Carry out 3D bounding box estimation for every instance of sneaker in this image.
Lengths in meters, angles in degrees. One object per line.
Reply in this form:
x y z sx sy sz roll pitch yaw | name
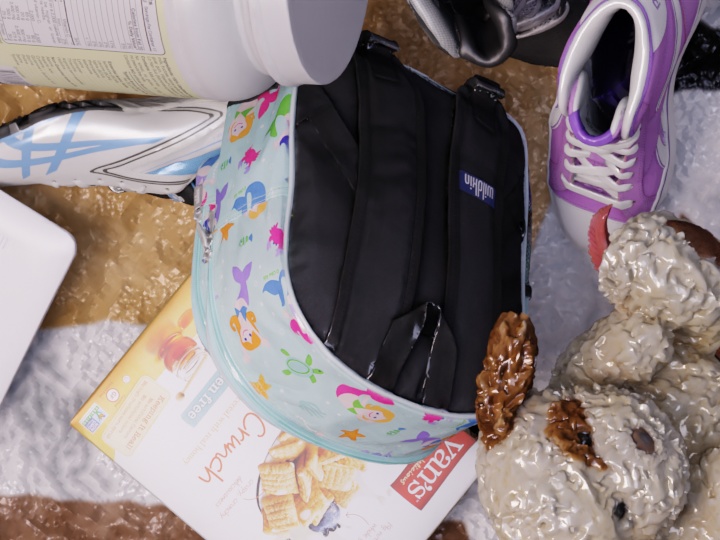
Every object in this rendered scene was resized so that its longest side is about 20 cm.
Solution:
0.126 -0.075 1.202 0.072 0.114 0.201 17 128 15 | sneaker
0.070 -0.136 1.196 0.075 0.116 0.200 -40 134 21 | sneaker
-0.131 -0.066 1.268 0.199 0.072 0.073 -9 99 5 | sneaker

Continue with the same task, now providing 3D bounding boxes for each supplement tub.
-0.107 -0.160 1.119 0.199 0.145 0.146 6 91 19 | supplement tub

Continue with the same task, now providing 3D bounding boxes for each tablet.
-0.268 -0.013 1.275 0.199 0.014 0.130 31 109 6 | tablet

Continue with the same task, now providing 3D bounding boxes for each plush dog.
0.128 0.093 1.133 0.171 0.160 0.201 -21 78 -40 | plush dog

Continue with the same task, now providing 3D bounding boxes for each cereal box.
-0.044 0.095 1.281 0.200 0.040 0.144 39 91 1 | cereal box

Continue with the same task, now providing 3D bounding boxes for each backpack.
0.000 0.000 1.185 0.177 0.150 0.201 21 50 -32 | backpack

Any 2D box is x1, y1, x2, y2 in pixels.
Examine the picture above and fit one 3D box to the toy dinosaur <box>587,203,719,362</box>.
0.225 0.065 1.216 0.181 0.200 0.105 23 87 43 | toy dinosaur
